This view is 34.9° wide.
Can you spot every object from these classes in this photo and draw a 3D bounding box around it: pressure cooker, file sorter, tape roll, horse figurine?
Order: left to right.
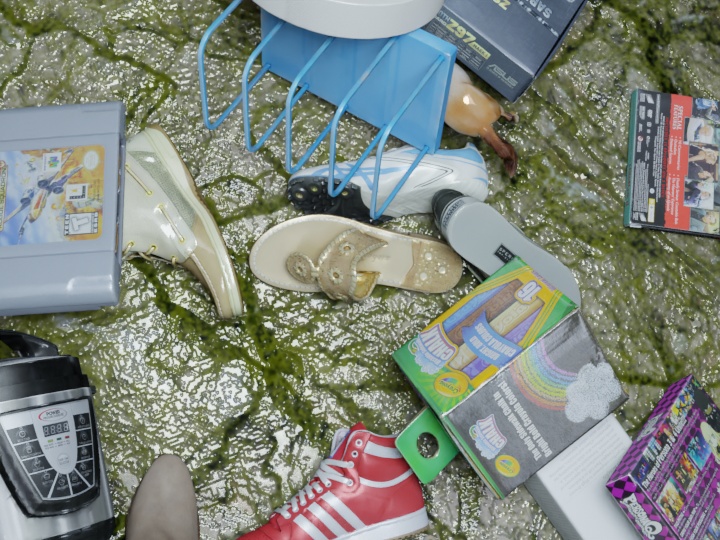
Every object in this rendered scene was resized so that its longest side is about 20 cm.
[{"bbox_3d":[-0.309,0.150,0.969,0.176,0.176,0.203,-12,84,-8],"label":"pressure cooker"},{"bbox_3d":[-0.034,-0.159,1.035,0.198,0.139,0.123,28,61,13],"label":"file sorter"},{"bbox_3d":[-0.017,-0.279,1.011,0.200,0.037,0.204,7,46,-7],"label":"tape roll"},{"bbox_3d":[0.086,-0.174,1.102,0.200,0.132,0.050,46,110,5],"label":"horse figurine"}]

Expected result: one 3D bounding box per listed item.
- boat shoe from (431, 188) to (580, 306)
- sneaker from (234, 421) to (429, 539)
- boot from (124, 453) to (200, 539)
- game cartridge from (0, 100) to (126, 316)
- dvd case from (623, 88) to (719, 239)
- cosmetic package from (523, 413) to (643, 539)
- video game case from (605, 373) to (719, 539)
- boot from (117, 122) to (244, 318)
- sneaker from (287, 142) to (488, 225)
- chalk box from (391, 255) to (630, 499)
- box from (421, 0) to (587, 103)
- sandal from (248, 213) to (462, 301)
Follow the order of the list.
[{"bbox_3d":[0.143,-0.011,1.114,0.071,0.064,0.200,-45,121,3],"label":"boat shoe"},{"bbox_3d":[-0.039,0.207,1.061,0.197,0.071,0.114,-11,88,-19],"label":"sneaker"},{"bbox_3d":[-0.176,0.262,0.991,0.069,0.146,0.203,4,81,-7],"label":"boot"},{"bbox_3d":[-0.277,-0.059,1.015,0.131,0.042,0.203,-2,64,-4],"label":"game cartridge"},{"bbox_3d":[0.375,-0.105,1.201,0.197,0.022,0.148,6,82,-8],"label":"dvd case"},{"bbox_3d":[0.235,0.222,1.107,0.101,0.074,0.201,-35,92,-13],"label":"cosmetic package"},{"bbox_3d":[0.328,0.220,1.085,0.182,0.036,0.200,54,39,-1],"label":"video game case"},{"bbox_3d":[-0.208,-0.019,1.061,0.153,0.072,0.202,-28,81,-13],"label":"boot"},{"bbox_3d":[0.026,-0.089,1.121,0.197,0.072,0.073,-3,52,-5],"label":"sneaker"},{"bbox_3d":[0.119,0.110,1.049,0.199,0.124,0.125,-36,120,-2],"label":"chalk box"},{"bbox_3d":[0.118,-0.284,1.137,0.199,0.051,0.158,38,56,-2],"label":"box"},{"bbox_3d":[0.001,-0.006,1.086,0.209,0.070,0.079,4,105,-11],"label":"sandal"}]
